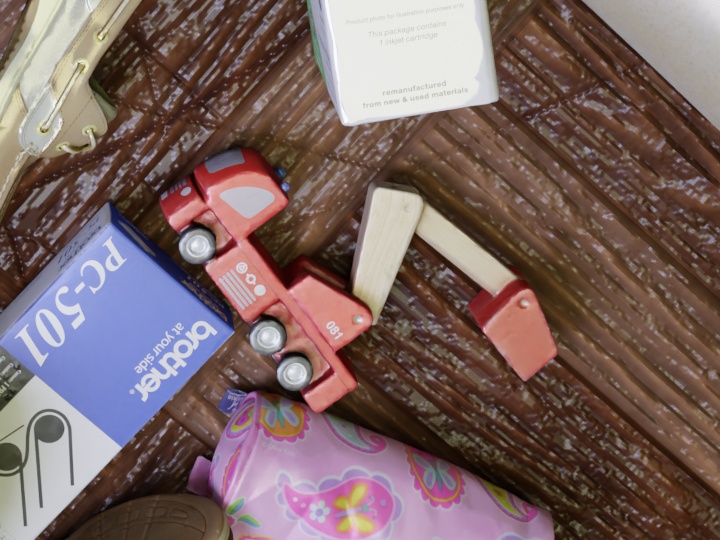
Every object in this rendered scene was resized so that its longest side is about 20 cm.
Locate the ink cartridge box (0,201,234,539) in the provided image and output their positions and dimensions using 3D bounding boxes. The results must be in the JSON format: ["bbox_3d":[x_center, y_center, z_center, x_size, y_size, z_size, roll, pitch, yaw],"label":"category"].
[{"bbox_3d":[-0.170,0.067,1.442,0.094,0.044,0.200,41,99,-17],"label":"ink cartridge box"}]

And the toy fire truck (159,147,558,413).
[{"bbox_3d":[0.000,0.000,1.444,0.141,0.049,0.200,-36,107,4],"label":"toy fire truck"}]

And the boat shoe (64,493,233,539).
[{"bbox_3d":[-0.140,0.187,1.455,0.200,0.072,0.072,-29,122,24],"label":"boat shoe"}]

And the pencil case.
[{"bbox_3d":[0.007,0.136,1.472,0.199,0.087,0.088,22,103,-13],"label":"pencil case"}]

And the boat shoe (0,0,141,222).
[{"bbox_3d":[-0.158,-0.094,1.381,0.066,0.074,0.201,24,103,-8],"label":"boat shoe"}]

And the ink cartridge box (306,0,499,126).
[{"bbox_3d":[0.009,-0.190,1.335,0.084,0.146,0.201,-9,108,-3],"label":"ink cartridge box"}]

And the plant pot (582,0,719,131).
[{"bbox_3d":[0.208,-0.155,1.362,0.183,0.200,0.201,35,100,-5],"label":"plant pot"}]
